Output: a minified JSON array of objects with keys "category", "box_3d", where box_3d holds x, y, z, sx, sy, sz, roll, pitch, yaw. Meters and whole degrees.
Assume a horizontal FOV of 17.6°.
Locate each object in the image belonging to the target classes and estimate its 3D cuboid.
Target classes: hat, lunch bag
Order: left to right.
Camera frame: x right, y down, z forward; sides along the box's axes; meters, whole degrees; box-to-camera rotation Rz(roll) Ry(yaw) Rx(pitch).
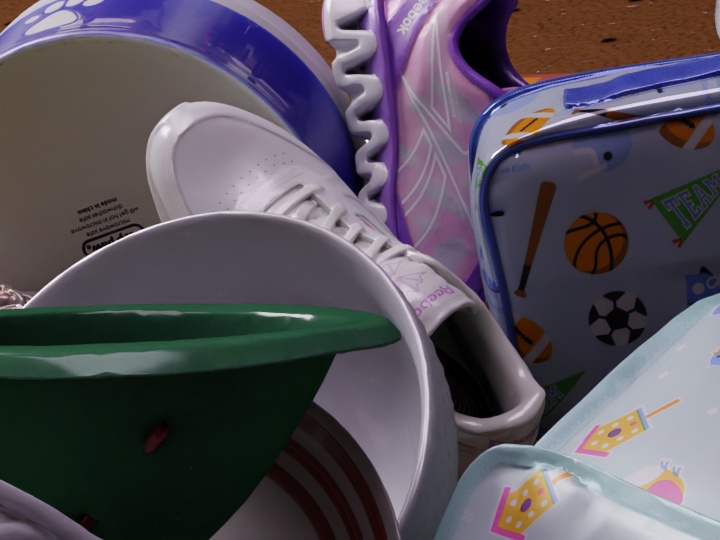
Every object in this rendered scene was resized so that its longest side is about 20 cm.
[{"category":"hat","box_3d":[-0.083,0.104,0.738,0.199,0.178,0.165,0,4,25]},{"category":"lunch bag","box_3d":[0.147,-0.017,0.952,0.198,0.161,0.076,-10,21,4]},{"category":"lunch bag","box_3d":[0.115,0.109,0.709,0.199,0.123,0.170,-34,30,-26]}]

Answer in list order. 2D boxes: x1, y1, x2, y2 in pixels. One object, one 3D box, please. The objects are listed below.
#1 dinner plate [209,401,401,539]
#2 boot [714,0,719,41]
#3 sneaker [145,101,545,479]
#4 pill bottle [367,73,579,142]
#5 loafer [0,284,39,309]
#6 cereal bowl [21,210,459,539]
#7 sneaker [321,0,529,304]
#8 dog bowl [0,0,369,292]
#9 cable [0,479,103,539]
[{"category":"dinner plate","box_3d":[-0.076,0.123,0.765,0.199,0.024,0.201,-12,55,17]},{"category":"boot","box_3d":[0.271,-0.072,1.036,0.199,0.077,0.168,15,-12,34]},{"category":"sneaker","box_3d":[0.000,0.000,0.925,0.075,0.200,0.100,-46,0,-23]},{"category":"pill bottle","box_3d":[0.100,-0.036,1.093,0.199,0.113,0.112,1,24,29]},{"category":"loafer","box_3d":[-0.131,0.041,1.009,0.199,0.072,0.063,17,56,13]},{"category":"cereal bowl","box_3d":[-0.053,0.083,0.848,0.199,0.083,0.201,-11,54,16]},{"category":"sneaker","box_3d":[0.046,-0.043,1.017,0.088,0.202,0.080,-13,-5,23]},{"category":"dog bowl","box_3d":[-0.097,-0.026,1.042,0.198,0.201,0.079,-5,23,14]},{"category":"cable","box_3d":[-0.069,0.149,0.597,0.069,0.200,0.201,-40,47,15]}]
